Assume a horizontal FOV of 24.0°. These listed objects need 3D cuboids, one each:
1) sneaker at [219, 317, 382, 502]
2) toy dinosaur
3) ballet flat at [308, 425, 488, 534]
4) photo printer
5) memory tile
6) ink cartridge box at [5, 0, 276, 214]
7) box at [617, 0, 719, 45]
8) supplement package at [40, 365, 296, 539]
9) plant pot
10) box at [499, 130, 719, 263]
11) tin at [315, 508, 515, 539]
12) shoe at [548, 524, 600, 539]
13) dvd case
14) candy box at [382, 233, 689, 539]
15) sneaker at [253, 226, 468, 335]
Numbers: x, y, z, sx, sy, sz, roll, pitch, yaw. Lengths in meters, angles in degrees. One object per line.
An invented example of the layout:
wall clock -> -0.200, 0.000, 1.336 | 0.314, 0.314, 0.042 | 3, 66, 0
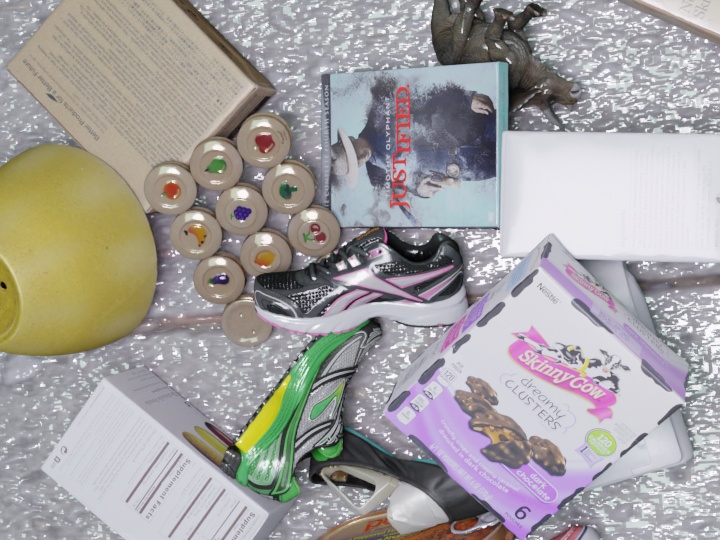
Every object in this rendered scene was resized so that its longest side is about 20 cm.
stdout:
sneaker -> -0.041, 0.125, 1.547 | 0.085, 0.078, 0.201 | 36, 72, 2
toy dinosaur -> 0.106, -0.203, 1.521 | 0.199, 0.077, 0.103 | 29, 122, 21
ballet flat -> 0.032, 0.199, 1.530 | 0.199, 0.068, 0.069 | 15, 61, 39
photo printer -> 0.190, 0.095, 1.515 | 0.165, 0.069, 0.202 | -19, 89, 14
memory tile -> -0.098, -0.035, 1.564 | 0.152, 0.017, 0.201 | -24, 112, 12
ink cartridge box -> -0.207, -0.180, 1.597 | 0.200, 0.075, 0.165 | 46, 102, 7
box -> 0.310, -0.250, 1.474 | 0.199, 0.078, 0.096 | 24, 97, 11
supplement package -> -0.176, 0.198, 1.581 | 0.199, 0.114, 0.110 | 38, 100, 8
plant pot -> -0.308, -0.002, 1.558 | 0.198, 0.142, 0.202 | 10, 112, 25
box -> 0.227, -0.064, 1.461 | 0.198, 0.152, 0.108 | 2, 93, 12
tin -> 0.045, 0.252, 1.532 | 0.198, 0.112, 0.042 | -15, 113, 17
shoe -> 0.119, 0.279, 1.537 | 0.200, 0.071, 0.091 | -44, 85, 14
dvd case -> 0.046, -0.110, 1.529 | 0.199, 0.022, 0.148 | 2, 93, 39
candy box -> 0.147, 0.100, 1.416 | 0.168, 0.072, 0.200 | 42, 117, -6
sneaker -> 0.000, 0.000, 1.530 | 0.198, 0.080, 0.087 | -4, 116, -10
